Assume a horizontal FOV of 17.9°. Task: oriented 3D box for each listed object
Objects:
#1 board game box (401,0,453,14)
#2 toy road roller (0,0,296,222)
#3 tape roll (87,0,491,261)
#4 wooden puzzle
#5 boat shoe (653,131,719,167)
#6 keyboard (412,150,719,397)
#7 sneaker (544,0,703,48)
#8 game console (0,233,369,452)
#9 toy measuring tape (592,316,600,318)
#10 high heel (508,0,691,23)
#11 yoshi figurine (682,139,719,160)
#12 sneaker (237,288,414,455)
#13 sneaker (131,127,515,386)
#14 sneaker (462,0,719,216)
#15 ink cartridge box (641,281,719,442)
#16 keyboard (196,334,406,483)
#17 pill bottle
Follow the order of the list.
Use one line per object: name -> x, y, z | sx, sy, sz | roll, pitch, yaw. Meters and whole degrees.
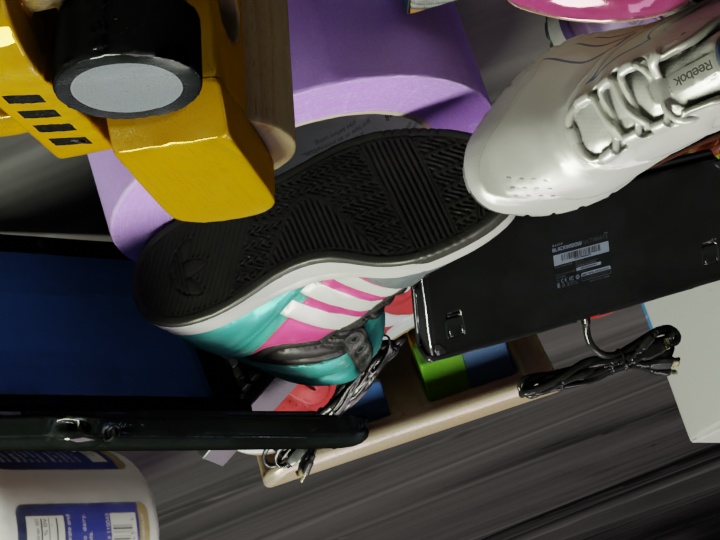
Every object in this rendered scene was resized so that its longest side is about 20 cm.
board game box -> 0.111, -0.186, 1.017 | 0.198, 0.035, 0.136 | -16, 160, -6
toy road roller -> -0.118, -0.100, 0.926 | 0.145, 0.124, 0.200 | -9, 160, 14
tape roll -> -0.037, -0.072, 1.136 | 0.199, 0.066, 0.200 | -17, 160, -6
wooden puzzle -> 0.013, 0.047, 1.400 | 0.184, 0.047, 0.200 | -19, -156, -1
boat shoe -> 0.234, -0.104, 1.285 | 0.198, 0.071, 0.071 | -15, 159, -13
keyboard -> 0.123, 0.012, 1.288 | 0.199, 0.128, 0.021 | -14, -160, -18
sneaker -> 0.198, -0.134, 1.177 | 0.199, 0.076, 0.088 | -4, 149, -35
game console -> -0.120, 0.034, 1.169 | 0.199, 0.117, 0.175 | 3, 175, -42
toy measuring tape -> 0.137, -0.016, 1.426 | 0.073, 0.074, 0.200 | -21, 160, 6
high heel -> 0.151, -0.170, 0.981 | 0.198, 0.068, 0.096 | -10, 132, 11
yoshi figurine -> 0.280, -0.061, 1.401 | 0.199, 0.113, 0.112 | -9, 174, -30
sneaker -> -0.009, 0.014, 1.301 | 0.200, 0.071, 0.113 | -42, 158, -21
sneaker -> 0.000, 0.000, 1.133 | 0.199, 0.084, 0.121 | -17, 156, 18
sneaker -> 0.133, -0.084, 1.015 | 0.199, 0.075, 0.087 | -28, 180, 11
ink cartridge box -> 0.313, 0.024, 1.568 | 0.199, 0.148, 0.144 | 3, 150, -46
keyboard -> -0.028, 0.031, 1.250 | 0.021, 0.127, 0.200 | 17, 121, -47
pill bottle -> -0.243, 0.178, 1.515 | 0.199, 0.120, 0.119 | 6, 149, -47
